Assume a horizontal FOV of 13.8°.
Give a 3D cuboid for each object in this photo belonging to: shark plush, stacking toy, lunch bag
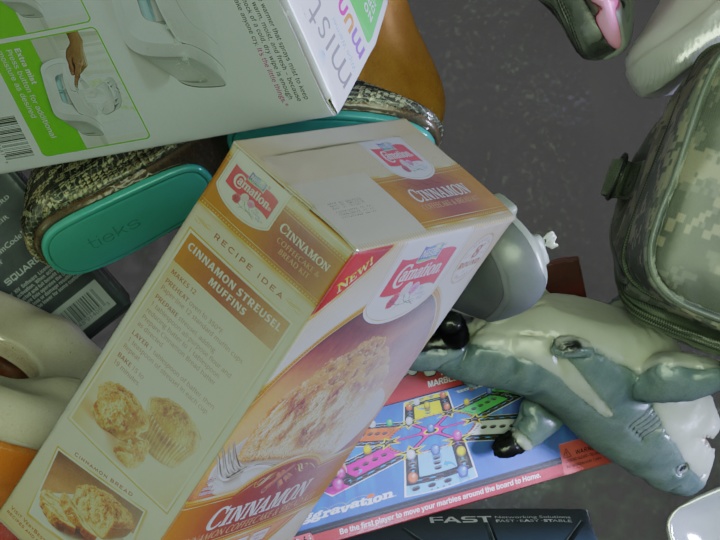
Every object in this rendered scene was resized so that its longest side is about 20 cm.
[{"bbox_3d":[0.090,0.058,1.397,0.199,0.091,0.084,6,113,-34],"label":"shark plush"},{"bbox_3d":[-0.199,0.113,1.343,0.145,0.146,0.201,23,105,-6],"label":"stacking toy"},{"bbox_3d":[0.220,-0.015,1.390,0.199,0.168,0.140,20,88,-4],"label":"lunch bag"}]

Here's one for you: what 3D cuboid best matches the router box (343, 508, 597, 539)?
[{"bbox_3d":[0.022,0.167,1.379,0.198,0.150,0.063,1,109,-6],"label":"router box"}]

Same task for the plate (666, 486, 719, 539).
[{"bbox_3d":[0.271,0.173,1.466,0.198,0.032,0.201,-22,94,-4],"label":"plate"}]

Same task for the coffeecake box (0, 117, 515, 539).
[{"bbox_3d":[-0.042,0.039,1.254,0.073,0.153,0.201,41,113,18],"label":"coffeecake box"}]

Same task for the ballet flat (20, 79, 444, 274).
[{"bbox_3d":[-0.063,-0.060,1.348,0.199,0.068,0.076,-17,50,9],"label":"ballet flat"}]

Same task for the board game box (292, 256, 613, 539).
[{"bbox_3d":[0.029,0.063,1.408,0.199,0.019,0.104,-14,92,-29],"label":"board game box"}]

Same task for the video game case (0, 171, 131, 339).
[{"bbox_3d":[-0.223,-0.012,1.379,0.143,0.019,0.200,-37,114,6],"label":"video game case"}]

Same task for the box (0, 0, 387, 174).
[{"bbox_3d":[-0.109,-0.156,1.258,0.175,0.097,0.201,-9,124,25],"label":"box"}]

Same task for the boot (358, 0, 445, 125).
[{"bbox_3d":[0.004,-0.170,1.380,0.202,0.071,0.144,51,129,1],"label":"boot"}]

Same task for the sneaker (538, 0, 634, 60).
[{"bbox_3d":[0.055,-0.178,1.427,0.095,0.079,0.201,-33,94,18],"label":"sneaker"}]

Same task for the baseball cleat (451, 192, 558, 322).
[{"bbox_3d":[0.000,0.000,1.355,0.106,0.200,0.070,-32,113,-25],"label":"baseball cleat"}]

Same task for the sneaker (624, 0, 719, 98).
[{"bbox_3d":[0.186,-0.169,1.438,0.200,0.075,0.089,-44,85,-11],"label":"sneaker"}]
